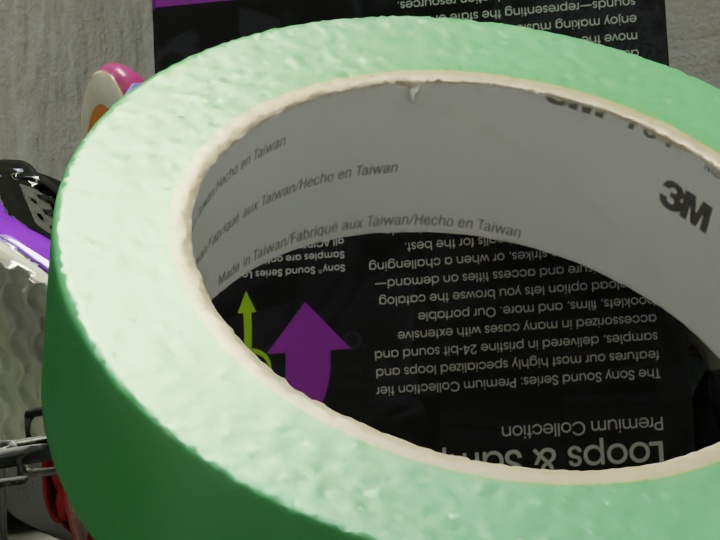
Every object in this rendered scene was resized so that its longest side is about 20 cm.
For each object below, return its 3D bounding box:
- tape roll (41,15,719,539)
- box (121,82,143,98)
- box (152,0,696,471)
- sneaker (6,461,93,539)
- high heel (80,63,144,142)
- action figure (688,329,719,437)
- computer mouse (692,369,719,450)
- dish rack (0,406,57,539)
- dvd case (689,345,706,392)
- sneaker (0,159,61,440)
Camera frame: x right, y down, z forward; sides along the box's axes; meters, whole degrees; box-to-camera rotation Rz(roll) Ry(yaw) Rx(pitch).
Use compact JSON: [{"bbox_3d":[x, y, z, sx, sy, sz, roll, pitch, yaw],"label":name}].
[{"bbox_3d":[0.029,0.015,0.547,0.199,0.048,0.201,6,36,-4],"label":"tape roll"},{"bbox_3d":[0.000,0.000,0.839,0.199,0.042,0.119,27,13,-4],"label":"box"},{"bbox_3d":[0.016,-0.008,0.661,0.142,0.201,0.036,-4,-11,9],"label":"box"},{"bbox_3d":[-0.071,0.062,0.776,0.200,0.068,0.108,0,1,36],"label":"sneaker"},{"bbox_3d":[-0.058,-0.017,1.092,0.096,0.201,0.067,-33,28,-27],"label":"high heel"},{"bbox_3d":[0.079,0.037,0.717,0.199,0.103,0.119,13,10,20],"label":"action figure"},{"bbox_3d":[0.203,0.041,0.978,0.199,0.053,0.138,-6,3,-43],"label":"computer mouse"},{"bbox_3d":[-0.162,0.072,0.617,0.153,0.055,0.200,-7,-3,-34],"label":"dish rack"},{"bbox_3d":[0.126,0.027,0.983,0.145,0.022,0.200,-8,-20,-37],"label":"dvd case"},{"bbox_3d":[-0.117,-0.002,0.780,0.099,0.070,0.199,-21,24,-38],"label":"sneaker"}]
